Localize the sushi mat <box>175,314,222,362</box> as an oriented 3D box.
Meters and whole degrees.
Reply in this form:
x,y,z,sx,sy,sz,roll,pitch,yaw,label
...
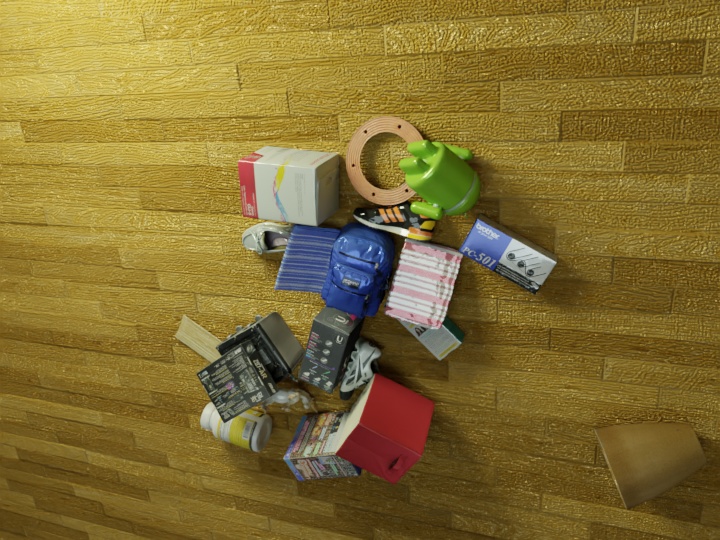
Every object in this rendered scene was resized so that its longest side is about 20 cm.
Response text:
x,y,z,sx,sy,sz,roll,pitch,yaw,label
-0.464,0.221,1.860,0.200,0.012,0.096,34,119,4,sushi mat

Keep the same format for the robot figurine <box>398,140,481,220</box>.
x,y,z,sx,sy,sz,roll,pitch,yaw,label
0.178,-0.196,1.335,0.200,0.176,0.116,33,166,-28,robot figurine

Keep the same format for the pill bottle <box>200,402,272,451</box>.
x,y,z,sx,sy,sz,roll,pitch,yaw,label
-0.378,0.466,1.878,0.199,0.111,0.112,14,117,16,pill bottle

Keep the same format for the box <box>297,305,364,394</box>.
x,y,z,sx,sy,sz,roll,pitch,yaw,label
-0.076,0.201,1.632,0.106,0.122,0.201,23,119,12,box

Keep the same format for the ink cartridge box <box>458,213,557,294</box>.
x,y,z,sx,sy,sz,roll,pitch,yaw,label
0.334,-0.037,1.407,0.199,0.044,0.094,30,118,7,ink cartridge box

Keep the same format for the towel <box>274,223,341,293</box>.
x,y,z,sx,sy,sz,roll,pitch,yaw,label
-0.125,-0.025,1.561,0.144,0.024,0.201,5,123,-25,towel

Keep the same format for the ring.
x,y,z,sx,sy,sz,roll,pitch,yaw,label
0.061,-0.250,1.421,0.200,0.019,0.201,5,104,20,ring

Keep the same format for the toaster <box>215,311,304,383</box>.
x,y,z,sx,sy,sz,roll,pitch,yaw,label
-0.271,0.232,1.726,0.180,0.119,0.200,-29,99,30,toaster

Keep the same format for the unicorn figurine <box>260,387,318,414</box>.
x,y,z,sx,sy,sz,roll,pitch,yaw,label
-0.212,0.360,1.742,0.199,0.137,0.074,17,96,2,unicorn figurine

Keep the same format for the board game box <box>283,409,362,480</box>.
x,y,z,sx,sy,sz,roll,pitch,yaw,label
-0.087,0.489,1.735,0.199,0.160,0.097,-13,120,27,board game box

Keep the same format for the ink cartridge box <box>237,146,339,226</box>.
x,y,z,sx,sy,sz,roll,pitch,yaw,label
-0.164,-0.203,1.473,0.199,0.145,0.145,9,116,19,ink cartridge box

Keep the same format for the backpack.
x,y,z,sx,sy,sz,roll,pitch,yaw,label
0.000,0.000,1.489,0.162,0.168,0.201,16,117,0,backpack

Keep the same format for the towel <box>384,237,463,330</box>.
x,y,z,sx,sy,sz,roll,pitch,yaw,label
0.151,0.031,1.485,0.146,0.030,0.201,17,97,4,towel

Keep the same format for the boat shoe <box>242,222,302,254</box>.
x,y,z,sx,sy,sz,roll,pitch,yaw,label
-0.223,-0.080,1.599,0.201,0.065,0.075,2,113,21,boat shoe

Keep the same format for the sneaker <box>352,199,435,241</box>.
x,y,z,sx,sy,sz,roll,pitch,yaw,label
0.083,-0.134,1.460,0.199,0.070,0.090,18,101,15,sneaker

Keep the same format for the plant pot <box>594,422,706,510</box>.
x,y,z,sx,sy,sz,roll,pitch,yaw,label
0.669,0.427,1.418,0.199,0.186,0.187,-21,104,14,plant pot

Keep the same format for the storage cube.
x,y,z,sx,sy,sz,roll,pitch,yaw,label
0.064,0.409,1.611,0.179,0.200,0.171,27,131,-3,storage cube

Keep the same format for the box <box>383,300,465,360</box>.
x,y,z,sx,sy,sz,roll,pitch,yaw,label
0.160,0.124,1.546,0.200,0.049,0.082,45,120,-2,box

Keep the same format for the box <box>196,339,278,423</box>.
x,y,z,sx,sy,sz,roll,pitch,yaw,label
-0.333,0.301,1.668,0.200,0.043,0.161,-34,84,30,box

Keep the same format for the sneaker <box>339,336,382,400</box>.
x,y,z,sx,sy,sz,roll,pitch,yaw,label
0.003,0.282,1.665,0.088,0.074,0.201,25,119,11,sneaker
